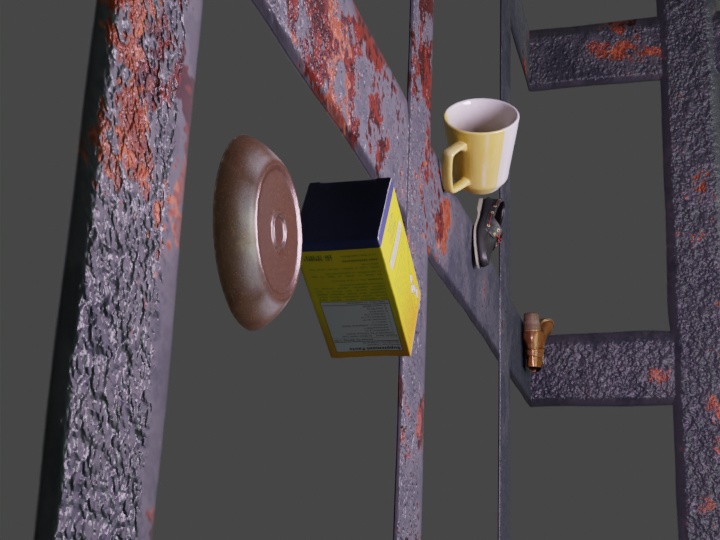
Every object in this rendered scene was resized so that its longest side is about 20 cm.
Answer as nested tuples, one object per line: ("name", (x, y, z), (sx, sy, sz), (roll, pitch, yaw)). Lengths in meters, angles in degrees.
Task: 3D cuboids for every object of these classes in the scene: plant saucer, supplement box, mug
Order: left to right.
("plant saucer", (-0.098, -0.040, 1.165), (0.200, 0.036, 0.205), (-3, 90, -75))
("supplement box", (0.000, 0.000, 1.376), (0.111, 0.107, 0.202), (-76, 158, -45))
("mug", (0.220, -0.233, 2.215), (0.150, 0.183, 0.155), (-125, -155, -51))

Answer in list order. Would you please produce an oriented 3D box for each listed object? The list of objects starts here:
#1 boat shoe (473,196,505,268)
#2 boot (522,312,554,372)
("boat shoe", (0.286, -0.087, 2.501), (0.203, 0.062, 0.074), (-75, 159, -43))
("boot", (0.512, 0.213, 3.223), (0.200, 0.075, 0.158), (32, 55, -68))
